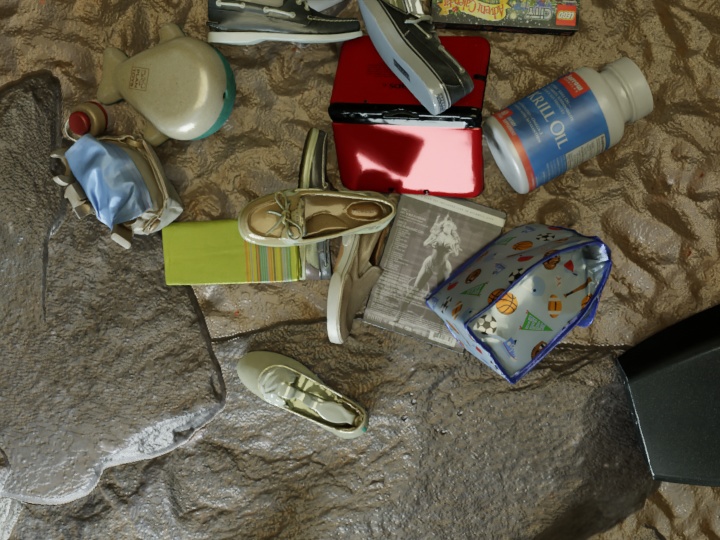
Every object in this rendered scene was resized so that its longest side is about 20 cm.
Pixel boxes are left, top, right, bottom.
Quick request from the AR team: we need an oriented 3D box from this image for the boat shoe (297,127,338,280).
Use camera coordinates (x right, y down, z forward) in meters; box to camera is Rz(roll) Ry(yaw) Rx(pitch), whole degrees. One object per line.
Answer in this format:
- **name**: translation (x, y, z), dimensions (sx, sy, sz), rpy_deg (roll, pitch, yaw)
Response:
- **boat shoe**: translation (-0.054, -0.086, 1.146), dimensions (0.065, 0.072, 0.203), rpy_deg (6, 98, -5)

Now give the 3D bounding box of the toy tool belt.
- **toy tool belt**: translation (-0.328, -0.125, 1.100), dimensions (0.124, 0.123, 0.201), rpy_deg (-36, 93, 29)

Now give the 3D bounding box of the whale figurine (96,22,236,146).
- **whale figurine**: translation (-0.253, -0.242, 1.136), dimensions (0.198, 0.104, 0.161), rpy_deg (12, 96, 24)

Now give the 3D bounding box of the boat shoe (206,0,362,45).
- **boat shoe**: translation (-0.095, -0.318, 1.085), dimensions (0.197, 0.076, 0.061), rpy_deg (-3, 103, -8)

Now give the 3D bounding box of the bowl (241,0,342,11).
- **bowl**: translation (-0.105, -0.437, 1.126), dimensions (0.198, 0.075, 0.202), rpy_deg (-19, 93, 0)

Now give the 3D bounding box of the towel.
- **towel**: translation (-0.173, -0.026, 1.142), dimensions (0.198, 0.018, 0.087), rpy_deg (-2, 92, 19)

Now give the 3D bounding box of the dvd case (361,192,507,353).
- **dvd case**: translation (0.100, -0.005, 1.172), dimensions (0.147, 0.016, 0.202), rpy_deg (17, 93, 0)

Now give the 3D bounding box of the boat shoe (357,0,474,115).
- **boat shoe**: translation (0.066, -0.277, 1.047), dimensions (0.068, 0.074, 0.200), rpy_deg (-30, 58, -7)

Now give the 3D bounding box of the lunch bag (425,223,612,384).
- **lunch bag**: translation (0.207, 0.026, 1.087), dimensions (0.200, 0.170, 0.124), rpy_deg (-43, 108, -4)

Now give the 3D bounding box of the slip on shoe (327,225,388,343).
- **slip on shoe**: translation (0.000, 0.000, 1.145), dimensions (0.060, 0.076, 0.203), rpy_deg (11, 85, 10)

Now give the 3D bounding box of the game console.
- **game console**: translation (0.069, -0.203, 1.123), dimensions (0.198, 0.119, 0.174), rpy_deg (5, 71, 17)

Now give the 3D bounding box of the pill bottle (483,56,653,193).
- **pill bottle**: translation (0.270, -0.193, 1.115), dimensions (0.199, 0.112, 0.113), rpy_deg (-29, 92, 1)

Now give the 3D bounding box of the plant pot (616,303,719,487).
- **plant pot**: translation (0.434, 0.165, 1.098), dimensions (0.175, 0.199, 0.202), rpy_deg (-14, 93, 12)

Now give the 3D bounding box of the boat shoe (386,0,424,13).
- **boat shoe**: translation (0.049, -0.350, 1.131), dimensions (0.061, 0.072, 0.202), rpy_deg (-17, 94, 8)

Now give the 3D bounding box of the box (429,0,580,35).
- **box**: translation (0.193, -0.390, 1.143), dimensions (0.197, 0.038, 0.138), rpy_deg (3, 92, 0)

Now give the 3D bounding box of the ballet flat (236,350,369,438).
- **ballet flat**: translation (-0.077, 0.167, 1.156), dimensions (0.198, 0.069, 0.070), rpy_deg (25, 92, 0)

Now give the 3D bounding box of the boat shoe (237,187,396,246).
- **boat shoe**: translation (-0.055, -0.072, 1.075), dimensions (0.197, 0.063, 0.074), rpy_deg (-9, 92, -9)
